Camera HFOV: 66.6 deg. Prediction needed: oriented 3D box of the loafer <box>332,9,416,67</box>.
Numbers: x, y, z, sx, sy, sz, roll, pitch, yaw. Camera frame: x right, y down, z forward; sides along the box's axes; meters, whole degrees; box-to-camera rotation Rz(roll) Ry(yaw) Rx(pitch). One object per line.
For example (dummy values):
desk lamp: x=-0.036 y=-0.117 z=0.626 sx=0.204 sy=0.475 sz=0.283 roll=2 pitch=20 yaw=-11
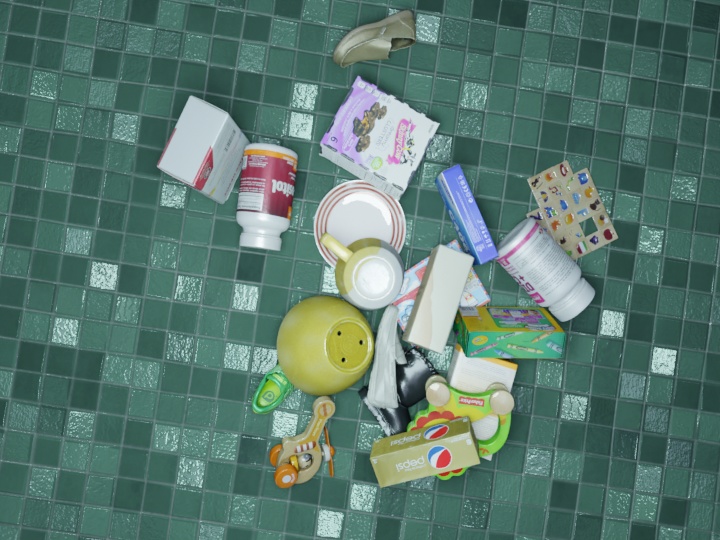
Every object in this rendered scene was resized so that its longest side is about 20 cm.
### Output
loafer: x=0.034 y=-0.478 z=1.152 sx=0.197 sy=0.076 sz=0.068 roll=-28 pitch=83 yaw=-2

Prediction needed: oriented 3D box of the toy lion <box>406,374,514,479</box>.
toy lion: x=0.190 y=0.313 z=1.075 sx=0.195 sy=0.069 sz=0.196 roll=6 pitch=95 yaw=4

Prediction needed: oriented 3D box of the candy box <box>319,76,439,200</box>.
candy box: x=0.039 y=-0.273 z=1.138 sx=0.197 sy=0.072 sz=0.170 roll=29 pitch=79 yaw=-1

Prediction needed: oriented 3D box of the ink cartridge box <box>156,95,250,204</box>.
ink cartridge box: x=-0.298 y=-0.227 z=1.075 sx=0.082 sy=0.200 sz=0.148 roll=25 pitch=87 yaw=2

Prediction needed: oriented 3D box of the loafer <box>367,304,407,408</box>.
loafer: x=0.060 y=0.171 z=1.094 sx=0.068 sy=0.070 sz=0.205 roll=9 pitch=85 yaw=3

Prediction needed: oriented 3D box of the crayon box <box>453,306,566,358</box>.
crayon box: x=0.298 y=0.124 z=1.115 sx=0.195 sy=0.119 sz=0.060 roll=1 pitch=111 yaw=-3

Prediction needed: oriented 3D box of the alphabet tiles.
alphabet tiles: x=0.446 y=-0.127 z=1.190 sx=0.165 sy=0.008 sz=0.203 roll=-25 pitch=89 yaw=-2

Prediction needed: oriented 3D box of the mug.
mug: x=0.004 y=0.009 z=1.079 sx=0.182 sy=0.153 sz=0.153 roll=6 pitch=93 yaw=-2

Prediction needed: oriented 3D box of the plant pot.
plant pot: x=-0.049 y=0.146 z=1.067 sx=0.196 sy=0.141 sz=0.205 roll=3 pitch=83 yaw=-25

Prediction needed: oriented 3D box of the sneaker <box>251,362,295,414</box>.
sneaker: x=-0.150 y=0.216 z=1.125 sx=0.074 sy=0.084 sz=0.201 roll=37 pitch=87 yaw=0

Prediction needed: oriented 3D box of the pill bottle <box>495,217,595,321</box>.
pill bottle: x=0.379 y=0.000 z=1.132 sx=0.113 sy=0.113 sz=0.200 roll=-44 pitch=90 yaw=-2

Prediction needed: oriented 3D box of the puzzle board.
puzzle board: x=0.160 y=0.051 z=1.172 sx=0.198 sy=0.017 sz=0.152 roll=-32 pitch=89 yaw=-2

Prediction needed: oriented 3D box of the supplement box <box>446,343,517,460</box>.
supplement box: x=0.233 y=0.270 z=1.138 sx=0.124 sy=0.074 sz=0.204 roll=17 pitch=89 yaw=2

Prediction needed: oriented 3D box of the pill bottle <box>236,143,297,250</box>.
pill bottle: x=-0.193 y=-0.146 z=1.119 sx=0.110 sy=0.113 sz=0.205 roll=7 pitch=89 yaw=-1

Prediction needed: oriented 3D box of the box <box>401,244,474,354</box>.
box: x=0.156 y=0.059 z=1.111 sx=0.076 sy=0.095 sz=0.204 roll=20 pitch=82 yaw=-1

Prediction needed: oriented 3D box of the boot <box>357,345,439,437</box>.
boot: x=0.106 y=0.272 z=1.138 sx=0.161 sy=0.073 sz=0.200 roll=-37 pitch=85 yaw=-1

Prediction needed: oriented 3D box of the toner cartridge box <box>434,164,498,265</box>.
toner cartridge box: x=0.218 y=-0.111 z=1.139 sx=0.042 sy=0.095 sz=0.203 roll=-23 pitch=89 yaw=-2

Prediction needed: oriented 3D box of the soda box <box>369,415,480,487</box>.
soda box: x=0.120 y=0.339 z=1.027 sx=0.196 sy=0.068 sz=0.065 roll=-20 pitch=98 yaw=13

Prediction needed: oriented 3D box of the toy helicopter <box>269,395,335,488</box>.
toy helicopter: x=-0.096 y=0.350 z=1.122 sx=0.130 sy=0.079 sz=0.203 roll=18 pitch=103 yaw=-25

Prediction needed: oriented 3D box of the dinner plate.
dinner plate: x=-0.001 y=-0.090 z=1.168 sx=0.195 sy=0.024 sz=0.205 roll=0 pitch=88 yaw=-2
